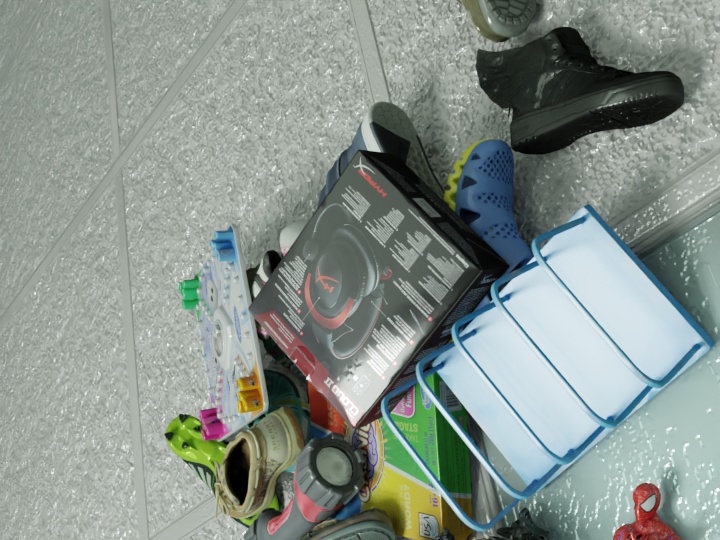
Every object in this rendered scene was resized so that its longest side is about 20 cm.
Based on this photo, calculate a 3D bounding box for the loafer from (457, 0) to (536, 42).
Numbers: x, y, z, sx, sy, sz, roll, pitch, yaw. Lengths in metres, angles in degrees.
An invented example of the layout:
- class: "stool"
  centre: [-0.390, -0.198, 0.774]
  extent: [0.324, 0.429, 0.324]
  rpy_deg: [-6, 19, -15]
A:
- class: "loafer"
  centre: [0.113, -0.291, 0.902]
  extent: [0.070, 0.074, 0.203]
  rpy_deg: [-53, 38, 47]

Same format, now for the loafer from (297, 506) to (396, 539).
- class: "loafer"
  centre: [-0.047, 0.277, 0.887]
  extent: [0.200, 0.071, 0.063]
  rpy_deg: [-43, 29, 23]

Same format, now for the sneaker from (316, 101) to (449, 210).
- class: "sneaker"
  centre: [0.025, -0.045, 0.947]
  extent: [0.146, 0.076, 0.206]
  rpy_deg: [-44, 57, 49]

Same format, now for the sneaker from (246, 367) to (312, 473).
- class: "sneaker"
  centre: [-0.096, 0.166, 1.043]
  extent: [0.199, 0.079, 0.079]
  rpy_deg: [32, 106, 52]

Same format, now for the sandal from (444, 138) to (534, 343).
- class: "sandal"
  centre: [0.120, -0.015, 0.816]
  extent: [0.086, 0.078, 0.205]
  rpy_deg: [4, 92, 47]

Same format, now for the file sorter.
- class: "file sorter"
  centre: [0.131, 0.078, 0.694]
  extent: [0.139, 0.122, 0.201]
  rpy_deg: [49, 123, 14]

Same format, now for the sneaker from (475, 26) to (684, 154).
- class: "sneaker"
  centre: [0.178, -0.164, 0.781]
  extent: [0.198, 0.059, 0.107]
  rpy_deg: [-14, 70, 51]

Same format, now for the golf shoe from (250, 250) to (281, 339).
- class: "golf shoe"
  centre: [-0.031, 0.038, 0.945]
  extent: [0.197, 0.072, 0.094]
  rpy_deg: [14, 107, 26]

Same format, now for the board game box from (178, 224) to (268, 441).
- class: "board game box"
  centre: [-0.160, 0.078, 1.044]
  extent: [0.200, 0.025, 0.204]
  rpy_deg: [-39, 60, 60]

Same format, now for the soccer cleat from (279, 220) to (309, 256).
- class: "soccer cleat"
  centre: [0.000, 0.000, 0.884]
  extent: [0.199, 0.069, 0.087]
  rpy_deg: [42, 144, 24]

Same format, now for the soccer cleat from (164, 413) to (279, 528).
- class: "soccer cleat"
  centre: [-0.161, 0.246, 1.127]
  extent: [0.199, 0.081, 0.068]
  rpy_deg: [35, 75, 32]

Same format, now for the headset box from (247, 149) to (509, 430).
- class: "headset box"
  centre: [0.006, 0.023, 0.794]
  extent: [0.149, 0.075, 0.201]
  rpy_deg: [44, 112, 19]

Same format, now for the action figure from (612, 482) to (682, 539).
- class: "action figure"
  centre: [0.181, 0.251, 0.648]
  extent: [0.065, 0.098, 0.204]
  rpy_deg: [-1, 78, 50]

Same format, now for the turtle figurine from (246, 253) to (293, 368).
- class: "turtle figurine"
  centre: [-0.109, 0.038, 1.085]
  extent: [0.199, 0.100, 0.152]
  rpy_deg: [-37, 53, 34]

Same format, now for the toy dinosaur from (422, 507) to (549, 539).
- class: "toy dinosaur"
  centre: [0.087, 0.254, 0.720]
  extent: [0.200, 0.133, 0.104]
  rpy_deg: [-141, 59, -60]

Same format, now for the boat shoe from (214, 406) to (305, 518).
- class: "boat shoe"
  centre: [-0.121, 0.205, 0.962]
  extent: [0.074, 0.062, 0.201]
  rpy_deg: [59, 141, 24]

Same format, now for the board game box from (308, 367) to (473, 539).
- class: "board game box"
  centre: [0.023, 0.170, 0.895]
  extent: [0.198, 0.040, 0.157]
  rpy_deg: [-6, 87, 52]

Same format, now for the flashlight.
- class: "flashlight"
  centre: [-0.064, 0.237, 0.931]
  extent: [0.201, 0.068, 0.068]
  rpy_deg: [-52, 1, 45]
